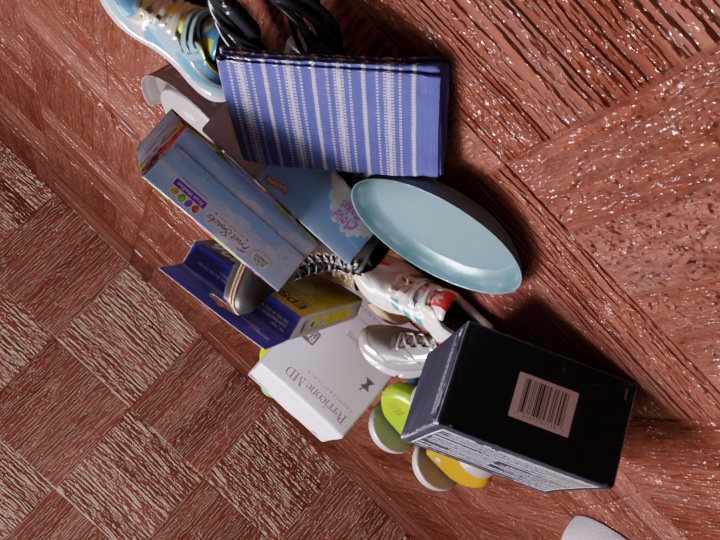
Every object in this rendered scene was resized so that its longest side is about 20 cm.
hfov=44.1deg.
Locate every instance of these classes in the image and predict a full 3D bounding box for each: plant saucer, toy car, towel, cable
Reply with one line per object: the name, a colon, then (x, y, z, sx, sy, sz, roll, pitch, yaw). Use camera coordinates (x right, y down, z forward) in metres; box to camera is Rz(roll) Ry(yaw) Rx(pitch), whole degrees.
plant saucer: (0.082, -0.042, 0.922, 0.199, 0.028, 0.200, 29, 163, 10)
toy car: (0.124, 0.213, 1.282, 0.200, 0.150, 0.175, 41, 146, -9)
towel: (-0.021, -0.140, 0.794, 0.198, 0.024, 0.145, 6, 147, 8)
cable: (-0.076, -0.215, 0.831, 0.163, 0.051, 0.200, 23, 154, 52)

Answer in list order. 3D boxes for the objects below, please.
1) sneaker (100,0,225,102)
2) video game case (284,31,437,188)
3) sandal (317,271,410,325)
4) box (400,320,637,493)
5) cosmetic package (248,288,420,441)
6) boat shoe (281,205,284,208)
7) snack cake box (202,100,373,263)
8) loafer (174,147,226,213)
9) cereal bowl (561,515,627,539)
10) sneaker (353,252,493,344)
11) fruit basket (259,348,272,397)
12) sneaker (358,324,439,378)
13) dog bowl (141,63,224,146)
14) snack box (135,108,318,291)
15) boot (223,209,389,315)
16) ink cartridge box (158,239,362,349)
sneaker: (-0.193, -0.273, 0.955, 0.200, 0.080, 0.130, 38, 167, -17)
video game case: (-0.011, -0.142, 0.951, 0.200, 0.023, 0.182, 44, 163, 1)
sandal: (0.003, -0.005, 1.168, 0.211, 0.078, 0.070, 40, 160, -18)
box: (0.169, 0.161, 1.005, 0.199, 0.124, 0.198, 21, 162, -3)
cosmetic package: (-0.040, 0.131, 1.353, 0.165, 0.200, 0.165, 41, 162, -1)
boat shoe: (-0.111, -0.072, 1.234, 0.072, 0.076, 0.200, 36, -176, -10)
snack cake box: (-0.070, -0.102, 0.976, 0.115, 0.067, 0.200, 41, 179, 37)
loafer: (-0.156, -0.119, 1.082, 0.073, 0.073, 0.199, 42, 140, -23)
cereal bowl: (0.402, 0.492, 1.428, 0.200, 0.083, 0.200, 38, 163, 14)
sneaker: (0.081, 0.032, 1.086, 0.199, 0.070, 0.093, 37, 160, 5)
fruit basket: (-0.116, 0.125, 1.513, 0.155, 0.216, 0.216, 19, 151, 52)
sneaker: (0.096, 0.101, 1.173, 0.198, 0.076, 0.092, 16, 144, 6)
dog bowl: (-0.200, -0.196, 1.180, 0.200, 0.059, 0.200, 38, 162, 15)
snack box: (-0.141, -0.077, 0.897, 0.169, 0.068, 0.200, 42, -179, -21)
boot: (-0.058, -0.008, 1.078, 0.138, 0.200, 0.078, 29, 161, 27)
ink cartridge box: (-0.128, 0.018, 1.179, 0.197, 0.047, 0.200, 34, -159, 24)
